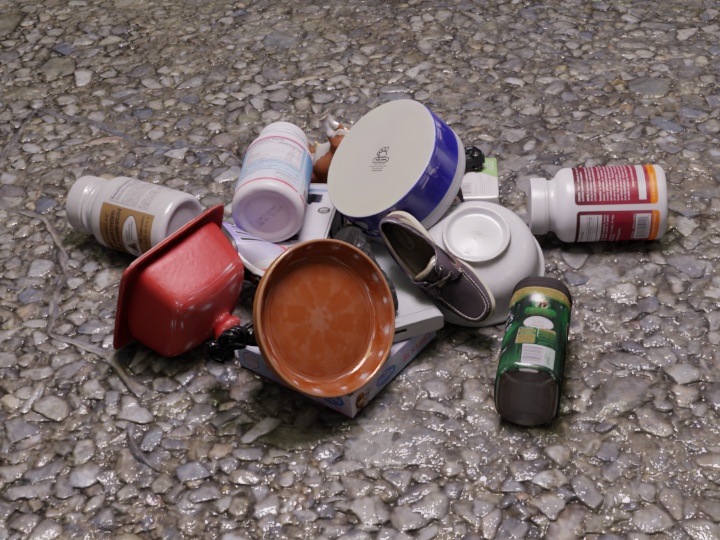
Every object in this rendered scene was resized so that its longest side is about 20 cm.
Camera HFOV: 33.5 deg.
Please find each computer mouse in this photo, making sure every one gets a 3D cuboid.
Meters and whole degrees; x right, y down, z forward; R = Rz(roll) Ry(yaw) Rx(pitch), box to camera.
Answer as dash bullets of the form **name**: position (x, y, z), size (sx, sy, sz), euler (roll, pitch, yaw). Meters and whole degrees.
- **computer mouse**: position (-0.098, 0.083, 1.566), size (0.199, 0.138, 0.053), euler (-19, 82, -21)

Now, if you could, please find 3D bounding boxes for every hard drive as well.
- **hard drive**: position (0.016, 0.032, 1.670), size (0.131, 0.027, 0.200), euler (-15, 36, -16)

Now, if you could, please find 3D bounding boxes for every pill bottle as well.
- **pill bottle**: position (-0.129, -0.140, 1.814), size (0.108, 0.109, 0.201), euler (-1, 37, 6)
- **pill bottle**: position (-0.355, -0.084, 1.861), size (0.199, 0.115, 0.114), euler (16, 41, 25)
- **pill bottle**: position (0.355, -0.100, 1.800), size (0.198, 0.114, 0.113), euler (-1, 37, 4)

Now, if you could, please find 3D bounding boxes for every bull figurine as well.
- **bull figurine**: position (-0.039, -0.191, 1.911), size (0.199, 0.122, 0.065), euler (-28, 19, 42)

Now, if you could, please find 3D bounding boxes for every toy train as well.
- **toy train**: position (0.097, -0.160, 1.862), size (0.199, 0.034, 0.046), euler (-14, 35, -11)

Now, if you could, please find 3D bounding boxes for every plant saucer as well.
- **plant saucer**: position (-0.047, 0.061, 1.520), size (0.200, 0.201, 0.032), euler (-30, 9, -30)

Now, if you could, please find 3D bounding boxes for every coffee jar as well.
- **coffee jar**: position (0.227, 0.100, 1.560), size (0.085, 0.105, 0.200), euler (7, 38, 11)

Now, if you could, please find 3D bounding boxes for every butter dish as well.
- **butter dish**: position (-0.229, 0.042, 1.654), size (0.148, 0.201, 0.199), euler (39, 53, 14)

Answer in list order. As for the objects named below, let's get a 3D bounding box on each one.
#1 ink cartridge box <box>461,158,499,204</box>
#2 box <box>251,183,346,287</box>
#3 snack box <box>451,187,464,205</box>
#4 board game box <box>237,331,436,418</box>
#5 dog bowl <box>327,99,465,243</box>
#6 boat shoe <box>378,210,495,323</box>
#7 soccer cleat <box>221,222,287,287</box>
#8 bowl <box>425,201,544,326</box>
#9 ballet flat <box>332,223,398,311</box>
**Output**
- **ink cartridge box**: position (0.118, -0.118, 1.889), size (0.198, 0.068, 0.117), euler (-1, 37, 5)
- **box**: position (-0.093, -0.055, 1.837), size (0.116, 0.060, 0.201), euler (3, 38, 12)
- **snack box**: position (0.122, -0.095, 1.804), size (0.071, 0.024, 0.201), euler (-11, 73, -7)
- **board game box**: position (-0.031, 0.096, 1.646), size (0.199, 0.041, 0.200), euler (22, 44, 31)
- **dog bowl**: position (0.050, -0.145, 1.739), size (0.199, 0.079, 0.201), euler (-22, 51, 30)
- **boat shoe**: position (0.097, -0.001, 1.622), size (0.200, 0.072, 0.065), euler (47, 22, 9)
- **soccer cleat**: position (-0.137, -0.015, 1.711), size (0.073, 0.068, 0.200), euler (-32, 48, -22)
- **bowl**: position (0.164, -0.028, 1.697), size (0.199, 0.091, 0.202), euler (-2, 56, 3)
- **ballet flat**: position (0.000, 0.000, 1.663), size (0.066, 0.057, 0.200), euler (-47, 33, 16)
